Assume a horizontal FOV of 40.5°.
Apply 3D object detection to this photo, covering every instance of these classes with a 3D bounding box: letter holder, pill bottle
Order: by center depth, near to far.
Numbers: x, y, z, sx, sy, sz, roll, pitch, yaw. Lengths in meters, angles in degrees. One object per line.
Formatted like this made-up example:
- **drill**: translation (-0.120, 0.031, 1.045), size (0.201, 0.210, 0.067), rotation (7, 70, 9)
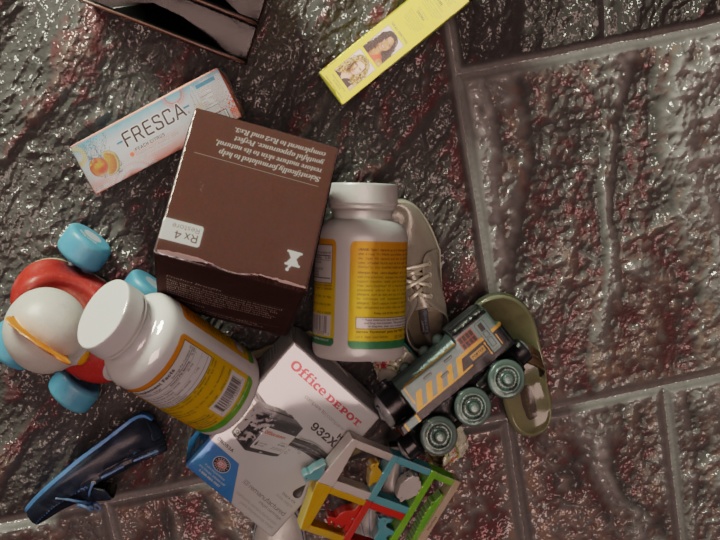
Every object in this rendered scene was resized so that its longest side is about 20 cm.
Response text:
- **letter holder**: translation (-0.207, -0.311, 1.082), size (0.197, 0.142, 0.102), rotation (20, 100, -8)
- **pill bottle**: translation (-0.216, 0.095, 1.098), size (0.111, 0.111, 0.200), rotation (-45, 129, 6)
- **pill bottle**: translation (0.000, 0.000, 1.152), size (0.110, 0.113, 0.205), rotation (1, 92, -4)

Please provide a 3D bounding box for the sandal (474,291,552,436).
- **sandal**: translation (0.202, 0.120, 1.240), size (0.079, 0.057, 0.204), rotation (-22, 102, 1)

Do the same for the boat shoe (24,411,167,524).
- **boat shoe**: translation (-0.331, 0.261, 1.222), size (0.199, 0.084, 0.069), rotation (-38, 90, 7)

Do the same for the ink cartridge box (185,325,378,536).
- **ink cartridge box**: translation (-0.095, 0.194, 1.191), size (0.145, 0.084, 0.200), rotation (41, 94, -11)

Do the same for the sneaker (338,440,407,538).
- **sneaker**: translation (0.010, 0.316, 1.264), size (0.085, 0.075, 0.204), rotation (12, 101, 0)

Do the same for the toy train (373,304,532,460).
- **toy train**: translation (0.110, 0.134, 1.173), size (0.199, 0.085, 0.115), rotation (-39, 90, -4)

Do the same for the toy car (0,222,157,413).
- **toy car**: translation (-0.339, 0.074, 1.124), size (0.176, 0.200, 0.185), rotation (38, 98, -10)

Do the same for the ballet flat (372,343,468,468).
- **ballet flat**: translation (0.069, 0.168, 1.230), size (0.201, 0.075, 0.064), rotation (54, 52, -11)

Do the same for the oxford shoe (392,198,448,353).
- **oxford shoe**: translation (0.070, 0.011, 1.210), size (0.074, 0.058, 0.204), rotation (-12, 100, 3)

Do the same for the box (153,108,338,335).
- **box**: translation (-0.130, -0.045, 1.087), size (0.163, 0.200, 0.167), rotation (15, 71, -6)

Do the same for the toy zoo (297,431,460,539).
- **toy zoo**: translation (0.011, 0.275, 1.185), size (0.198, 0.020, 0.133), rotation (25, 102, -25)

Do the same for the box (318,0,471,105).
- **box**: translation (0.041, -0.274, 1.141), size (0.199, 0.075, 0.050), rotation (-39, 99, 6)

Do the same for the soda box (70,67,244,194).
- **soda box**: translation (-0.235, -0.166, 1.147), size (0.197, 0.068, 0.064), rotation (-27, 102, 2)

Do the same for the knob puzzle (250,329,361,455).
- **knob puzzle**: translation (-0.119, 0.195, 1.249), size (0.215, 0.030, 0.225), rotation (-1, 102, -4)

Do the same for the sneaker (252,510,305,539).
- **sneaker**: translation (-0.108, 0.397, 1.271), size (0.071, 0.071, 0.204), rotation (2, 102, -4)
